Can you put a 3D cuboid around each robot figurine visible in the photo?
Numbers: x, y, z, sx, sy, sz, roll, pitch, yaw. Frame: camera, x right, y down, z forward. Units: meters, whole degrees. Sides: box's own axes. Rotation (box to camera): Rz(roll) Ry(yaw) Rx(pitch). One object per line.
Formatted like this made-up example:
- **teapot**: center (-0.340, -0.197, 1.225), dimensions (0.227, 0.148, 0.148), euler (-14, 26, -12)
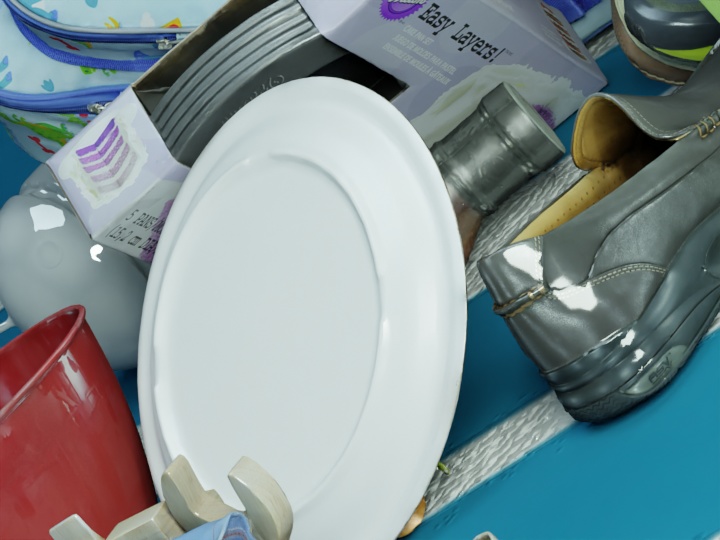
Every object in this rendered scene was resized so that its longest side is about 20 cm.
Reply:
- **robot figurine**: center (-0.113, -0.029, 1.459), dimensions (0.200, 0.113, 0.170), euler (-50, 25, -21)

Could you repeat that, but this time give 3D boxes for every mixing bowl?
- **mixing bowl**: center (-0.157, 0.118, 1.179), dimensions (0.200, 0.108, 0.200), euler (-40, 10, 9)

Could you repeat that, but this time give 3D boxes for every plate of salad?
- **plate of salad**: center (-0.019, 0.027, 1.070), dimensions (0.200, 0.048, 0.200), euler (-12, 75, 50)

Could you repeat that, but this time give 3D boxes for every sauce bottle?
- **sauce bottle**: center (0.000, 0.000, 1.195), dimensions (0.200, 0.066, 0.066), euler (-41, 16, 7)

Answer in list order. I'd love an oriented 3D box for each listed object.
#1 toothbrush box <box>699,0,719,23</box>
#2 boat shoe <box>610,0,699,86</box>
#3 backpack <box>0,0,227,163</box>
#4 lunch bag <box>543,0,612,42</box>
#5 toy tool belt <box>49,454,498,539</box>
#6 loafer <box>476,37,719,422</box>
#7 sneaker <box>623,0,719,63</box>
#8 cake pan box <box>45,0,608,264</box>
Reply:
- **toothbrush box**: center (0.160, -0.164, 0.960), dimensions (0.146, 0.200, 0.086), euler (-53, 18, -26)
- **boat shoe**: center (0.141, -0.132, 1.203), dimensions (0.202, 0.075, 0.075), euler (-70, 0, -49)
- **backpack**: center (-0.096, -0.144, 1.292), dimensions (0.200, 0.147, 0.183), euler (-5, 66, 19)
- **lunch bag**: center (0.073, -0.148, 1.367), dimensions (0.200, 0.082, 0.161), euler (-35, 21, 32)
- **toy tool belt**: center (-0.056, 0.123, 0.904), dimensions (0.200, 0.123, 0.125), euler (-36, 18, 27)
- **loafer**: center (0.109, -0.039, 1.001), dimensions (0.073, 0.072, 0.200), euler (-29, 21, 47)
- **sneaker**: center (0.176, -0.161, 1.078), dimensions (0.200, 0.081, 0.074), euler (-42, 49, 1)
- **cake pan box**: center (-0.012, -0.066, 1.199), dimensions (0.184, 0.052, 0.200), euler (-41, -28, 13)
